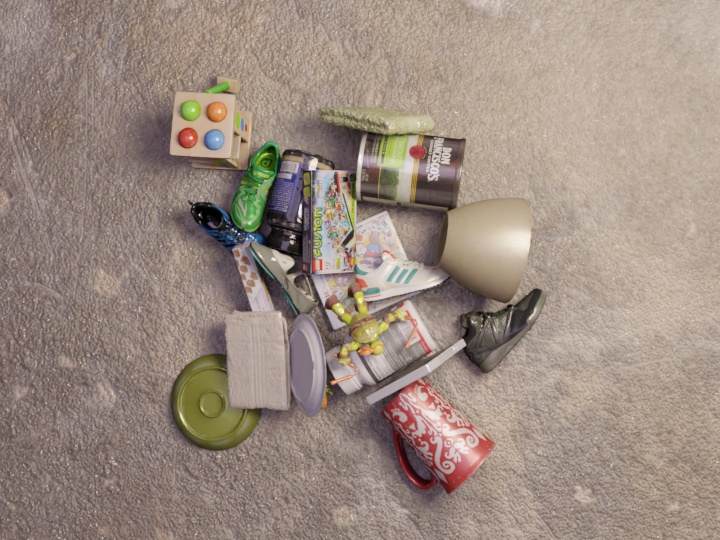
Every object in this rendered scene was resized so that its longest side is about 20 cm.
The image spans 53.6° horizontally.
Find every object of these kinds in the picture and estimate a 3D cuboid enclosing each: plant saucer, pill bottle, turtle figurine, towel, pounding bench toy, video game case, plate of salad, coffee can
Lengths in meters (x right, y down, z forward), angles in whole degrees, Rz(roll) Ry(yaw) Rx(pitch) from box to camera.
[{"bbox_3d":[-0.305,0.276,1.483,0.198,0.031,0.202,0,87,6],"label":"plant saucer"},{"bbox_3d":[-0.127,-0.134,1.442,0.111,0.112,0.202,14,87,7],"label":"pill bottle"},{"bbox_3d":[0.039,0.155,1.410,0.199,0.114,0.114,-31,84,4],"label":"pill bottle"},{"bbox_3d":[-0.006,0.110,1.343,0.199,0.064,0.162,-37,59,1],"label":"turtle figurine"},{"bbox_3d":[-0.208,0.181,1.434,0.131,0.034,0.202,0,94,14],"label":"towel"},{"bbox_3d":[-0.300,-0.319,1.451,0.123,0.156,0.202,4,87,7],"label":"pounding bench toy"},{"bbox_3d":[0.108,0.188,1.338,0.143,0.200,0.018,-33,83,27],"label":"video game case"},{"bbox_3d":[0.000,0.000,1.468,0.199,0.023,0.183,-24,85,4],"label":"video game case"},{"bbox_3d":[-0.099,0.185,1.400,0.048,0.200,0.202,-2,86,-25],"label":"plate of salad"},{"bbox_3d":[0.100,-0.197,1.406,0.198,0.146,0.148,8,88,7],"label":"coffee can"},{"bbox_3d":[0.028,-0.295,1.385,0.199,0.148,0.037,22,115,40],"label":"towel"}]

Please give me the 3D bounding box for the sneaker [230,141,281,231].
[{"bbox_3d":[-0.214,-0.177,1.448,0.073,0.084,0.202,16,72,-5],"label":"sneaker"}]

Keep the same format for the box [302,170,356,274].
[{"bbox_3d":[-0.061,-0.095,1.405,0.109,0.035,0.202,-5,99,-36],"label":"box"}]

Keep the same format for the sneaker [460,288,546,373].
[{"bbox_3d":[0.273,0.095,1.407,0.114,0.076,0.200,42,97,0],"label":"sneaker"}]

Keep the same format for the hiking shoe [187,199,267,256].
[{"bbox_3d":[-0.269,-0.074,1.469,0.199,0.087,0.075,31,90,7],"label":"hiking shoe"}]

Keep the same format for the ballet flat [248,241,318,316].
[{"bbox_3d":[-0.149,0.006,1.432,0.063,0.067,0.201,-34,119,-2],"label":"ballet flat"}]

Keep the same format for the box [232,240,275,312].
[{"bbox_3d":[-0.210,0.041,1.450,0.038,0.041,0.202,-14,103,6],"label":"box"}]

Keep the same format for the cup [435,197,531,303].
[{"bbox_3d":[0.222,-0.048,1.347,0.142,0.200,0.202,9,88,-3],"label":"cup"}]

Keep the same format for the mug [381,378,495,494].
[{"bbox_3d":[0.131,0.326,1.386,0.178,0.133,0.200,-45,80,1],"label":"mug"}]

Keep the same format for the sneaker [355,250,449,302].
[{"bbox_3d":[0.082,0.000,1.412,0.198,0.070,0.094,-14,92,9],"label":"sneaker"}]
